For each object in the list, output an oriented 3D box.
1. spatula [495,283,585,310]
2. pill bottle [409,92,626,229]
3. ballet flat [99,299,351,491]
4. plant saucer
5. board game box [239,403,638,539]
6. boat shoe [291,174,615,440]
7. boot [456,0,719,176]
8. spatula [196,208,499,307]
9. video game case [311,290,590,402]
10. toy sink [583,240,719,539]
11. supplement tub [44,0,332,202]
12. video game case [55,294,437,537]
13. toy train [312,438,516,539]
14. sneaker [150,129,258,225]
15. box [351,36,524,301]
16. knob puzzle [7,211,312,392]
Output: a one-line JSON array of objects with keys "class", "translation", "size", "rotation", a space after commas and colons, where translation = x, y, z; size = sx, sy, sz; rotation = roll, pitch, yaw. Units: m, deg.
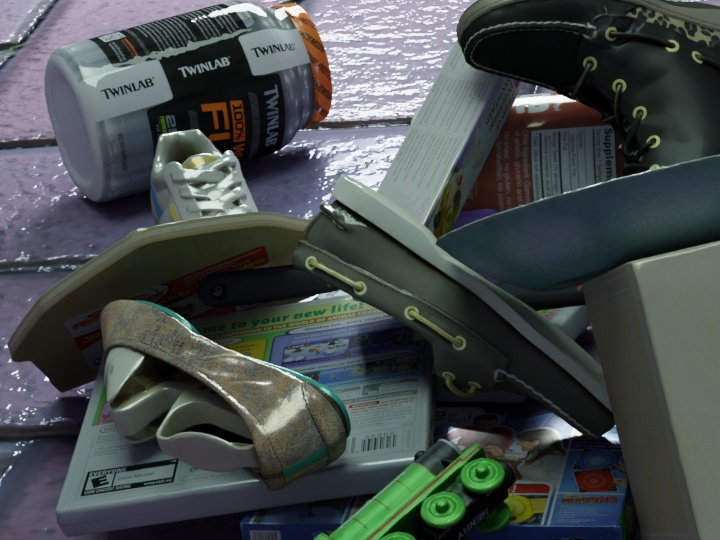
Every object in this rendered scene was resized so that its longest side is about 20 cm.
[{"class": "spatula", "translation": [0.148, 0.015, 1.234], "size": [0.199, 0.021, 0.057], "rotation": [2, 45, 38]}, {"class": "pill bottle", "translation": [0.135, -0.056, 1.369], "size": [0.199, 0.113, 0.112], "rotation": [-4, 24, 10]}, {"class": "ballet flat", "translation": [-0.092, 0.066, 1.155], "size": [0.067, 0.068, 0.200], "rotation": [-40, 35, -28]}, {"class": "plant saucer", "translation": [0.139, -0.021, 1.117], "size": [0.200, 0.039, 0.201], "rotation": [-13, -4, -1]}, {"class": "board game box", "translation": [0.049, 0.116, 1.175], "size": [0.199, 0.035, 0.135], "rotation": [-1, 24, 15]}, {"class": "boat shoe", "translation": [0.054, 0.030, 1.180], "size": [0.201, 0.060, 0.072], "rotation": [37, 5, 8]}, {"class": "boot", "translation": [0.155, -0.083, 1.268], "size": [0.199, 0.073, 0.151], "rotation": [8, 61, -12]}, {"class": "spatula", "translation": [0.000, 0.000, 1.303], "size": [0.199, 0.057, 0.021], "rotation": [-7, 11, -19]}, {"class": "video game case", "translation": [0.041, 0.036, 1.332], "size": [0.181, 0.024, 0.200], "rotation": [0, 17, 22]}, {"class": "toy sink", "translation": [0.202, 0.084, 1.080], "size": [0.130, 0.201, 0.112], "rotation": [-13, -5, -9]}, {"class": "supplement tub", "translation": [-0.130, -0.134, 1.681], "size": [0.199, 0.123, 0.122], "rotation": [-18, 26, -21]}, {"class": "video game case", "translation": [-0.056, 0.074, 1.213], "size": [0.199, 0.022, 0.182], "rotation": [-9, 29, 9]}, {"class": "toy train", "translation": [-0.005, 0.148, 1.063], "size": [0.056, 0.042, 0.200], "rotation": [29, 55, 37]}, {"class": "sneaker", "translation": [-0.103, -0.033, 1.499], "size": [0.076, 0.081, 0.200], "rotation": [-14, 26, -17]}, {"class": "box", "translation": [0.046, -0.063, 1.292], "size": [0.041, 0.039, 0.200], "rotation": [11, 51, 21]}, {"class": "knob puzzle", "translation": [-0.117, 0.004, 1.296], "size": [0.219, 0.031, 0.220], "rotation": [-20, -17, -6]}]
